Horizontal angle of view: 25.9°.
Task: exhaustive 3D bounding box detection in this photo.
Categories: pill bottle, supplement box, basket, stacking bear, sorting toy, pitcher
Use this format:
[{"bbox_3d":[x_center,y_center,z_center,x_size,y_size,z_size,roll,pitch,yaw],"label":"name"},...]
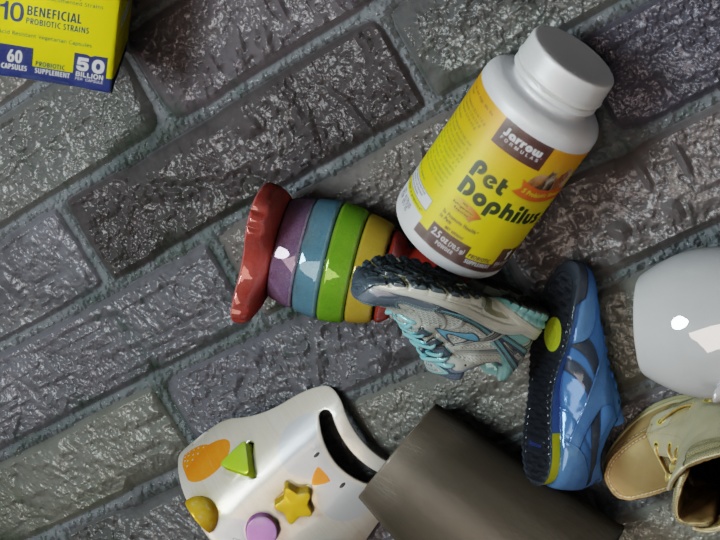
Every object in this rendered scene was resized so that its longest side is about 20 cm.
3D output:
[{"bbox_3d":[0.120,-0.098,1.282,0.109,0.109,0.201,37,121,4],"label":"pill bottle"},{"bbox_3d":[-0.250,-0.271,1.345,0.107,0.110,0.202,8,117,-5],"label":"supplement box"},{"bbox_3d":[0.108,0.227,1.416,0.200,0.136,0.181,41,120,6],"label":"basket"},{"bbox_3d":[0.000,0.000,1.376,0.197,0.114,0.123,15,116,4],"label":"stacking bear"},{"bbox_3d":[-0.057,0.209,1.510,0.180,0.107,0.200,-41,93,12],"label":"sorting toy"},{"bbox_3d":[0.317,0.060,1.235,0.197,0.173,0.122,-2,139,21],"label":"pitcher"}]

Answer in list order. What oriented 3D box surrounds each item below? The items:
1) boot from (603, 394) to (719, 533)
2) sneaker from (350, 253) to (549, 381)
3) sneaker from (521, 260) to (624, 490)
[{"bbox_3d":[0.270,0.166,1.304,0.199,0.156,0.073,-31,100,33],"label":"boot"},{"bbox_3d":[0.071,0.048,1.300,0.078,0.198,0.087,37,107,53],"label":"sneaker"},{"bbox_3d":[0.192,0.091,1.364,0.077,0.066,0.203,2,98,-20],"label":"sneaker"}]
